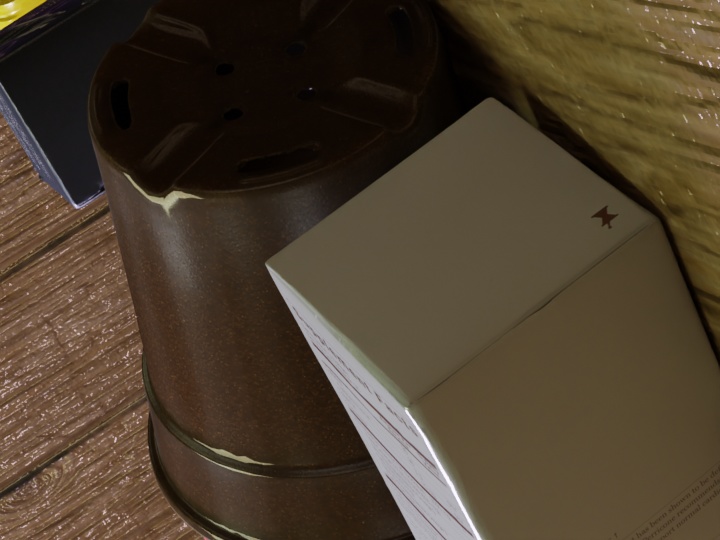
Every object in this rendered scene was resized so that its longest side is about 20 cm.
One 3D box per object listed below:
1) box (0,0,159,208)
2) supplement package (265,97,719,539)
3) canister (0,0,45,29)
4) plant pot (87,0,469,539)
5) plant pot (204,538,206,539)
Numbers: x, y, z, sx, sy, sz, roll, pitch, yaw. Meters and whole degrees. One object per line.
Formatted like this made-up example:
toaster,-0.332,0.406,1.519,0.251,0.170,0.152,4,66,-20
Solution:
box,-0.157,-0.129,1.704,0.105,0.148,0.200,59,172,-12
supplement package,0.070,0.056,1.046,0.117,0.117,0.200,43,165,49
canister,-0.282,-0.213,2.457,0.149,0.086,0.200,49,171,50
plant pot,-0.018,-0.012,1.145,0.200,0.200,0.199,50,162,45
plant pot,-0.002,0.228,2.076,0.201,0.182,0.200,55,172,11
